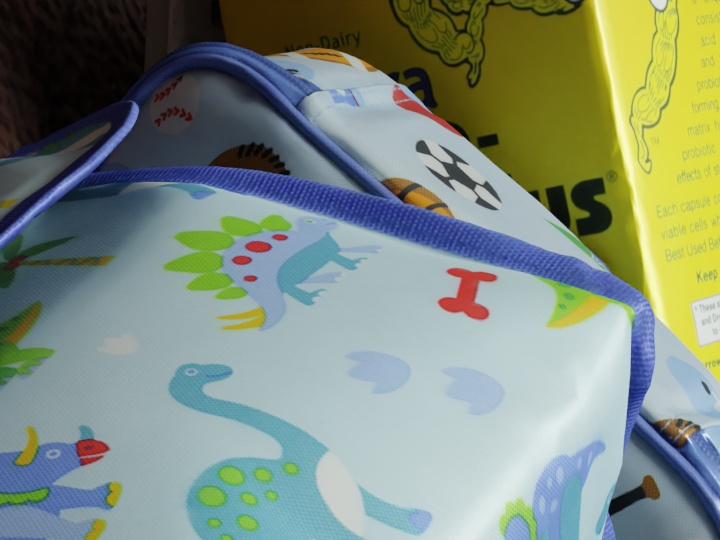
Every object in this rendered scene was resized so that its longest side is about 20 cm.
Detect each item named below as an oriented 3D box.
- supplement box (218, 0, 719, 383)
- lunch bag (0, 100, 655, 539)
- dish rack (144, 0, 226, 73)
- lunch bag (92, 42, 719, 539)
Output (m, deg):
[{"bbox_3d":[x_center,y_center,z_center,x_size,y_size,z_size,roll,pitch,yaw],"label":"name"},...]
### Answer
[{"bbox_3d":[0.048,-0.023,0.737,0.109,0.109,0.201,-13,92,-55],"label":"supplement box"},{"bbox_3d":[-0.067,0.055,0.538,0.170,0.199,0.128,-44,142,-49],"label":"lunch bag"},{"bbox_3d":[0.000,0.000,0.802,0.171,0.043,0.201,12,74,-44],"label":"dish rack"},{"bbox_3d":[-0.002,0.058,0.658,0.200,0.160,0.076,45,19,18],"label":"lunch bag"}]
